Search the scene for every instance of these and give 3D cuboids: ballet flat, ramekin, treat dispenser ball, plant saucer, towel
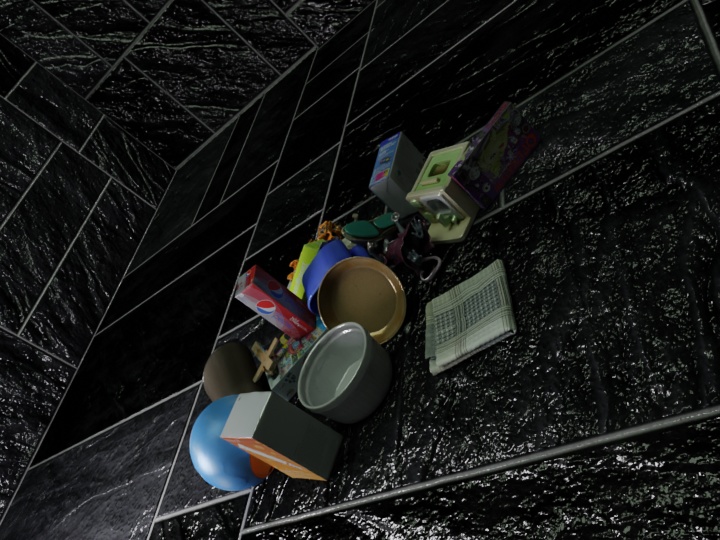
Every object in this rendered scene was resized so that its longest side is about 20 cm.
[{"bbox_3d":[0.025,-0.088,1.588,0.067,0.199,0.063,45,130,25],"label":"ballet flat"},{"bbox_3d":[-0.025,0.217,1.359,0.200,0.105,0.201,-36,32,27],"label":"ramekin"},{"bbox_3d":[-0.269,0.373,1.433,0.200,0.201,0.202,-35,32,27],"label":"treat dispenser ball"},{"bbox_3d":[0.005,0.067,1.435,0.200,0.200,0.035,-41,-3,17],"label":"plant saucer"},{"bbox_3d":[0.200,0.086,1.257,0.199,0.034,0.193,-35,33,29],"label":"towel"}]

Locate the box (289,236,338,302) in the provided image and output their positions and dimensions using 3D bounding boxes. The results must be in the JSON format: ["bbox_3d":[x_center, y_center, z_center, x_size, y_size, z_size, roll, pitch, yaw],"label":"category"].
[{"bbox_3d":[-0.125,0.006,1.655,0.201,0.047,0.122,-70,-13,16],"label":"box"}]

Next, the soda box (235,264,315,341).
[{"bbox_3d":[-0.194,0.078,1.533,0.063,0.200,0.070,-35,33,25],"label":"soda box"}]

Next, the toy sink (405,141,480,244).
[{"bbox_3d":[0.192,-0.174,1.484,0.130,0.112,0.201,-4,54,54],"label":"toy sink"}]

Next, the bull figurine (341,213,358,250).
[{"bbox_3d":[-0.034,-0.047,1.682,0.122,0.065,0.201,101,-167,-55],"label":"bull figurine"}]

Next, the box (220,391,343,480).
[{"bbox_3d":[-0.155,0.331,1.315,0.124,0.200,0.098,-15,44,48],"label":"box"}]

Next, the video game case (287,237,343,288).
[{"bbox_3d":[-0.135,0.008,1.841,0.180,0.025,0.201,-19,42,45],"label":"video game case"}]

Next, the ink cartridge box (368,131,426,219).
[{"bbox_3d":[0.106,-0.252,1.674,0.076,0.136,0.201,-19,42,40],"label":"ink cartridge box"}]

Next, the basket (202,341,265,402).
[{"bbox_3d":[-0.302,0.305,1.632,0.200,0.135,0.182,45,128,55],"label":"basket"}]

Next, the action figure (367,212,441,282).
[{"bbox_3d":[0.104,-0.051,1.514,0.134,0.149,0.200,-49,7,-20],"label":"action figure"}]

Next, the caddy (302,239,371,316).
[{"bbox_3d":[-0.047,0.026,1.523,0.200,0.141,0.105,-54,46,31],"label":"caddy"}]

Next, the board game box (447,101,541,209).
[{"bbox_3d":[0.290,-0.246,1.418,0.200,0.120,0.032,-52,32,0],"label":"board game box"}]

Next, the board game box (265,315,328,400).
[{"bbox_3d":[-0.145,0.194,1.604,0.200,0.064,0.148,-48,29,5],"label":"board game box"}]

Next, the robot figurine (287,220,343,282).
[{"bbox_3d":[-0.119,-0.051,1.776,0.200,0.058,0.145,-50,19,21],"label":"robot figurine"}]

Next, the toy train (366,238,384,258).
[{"bbox_3d":[0.000,0.000,1.646,0.201,0.034,0.046,-58,26,-12],"label":"toy train"}]

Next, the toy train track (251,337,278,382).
[{"bbox_3d":[-0.230,0.214,1.616,0.115,0.032,0.200,-62,22,-3],"label":"toy train track"}]
